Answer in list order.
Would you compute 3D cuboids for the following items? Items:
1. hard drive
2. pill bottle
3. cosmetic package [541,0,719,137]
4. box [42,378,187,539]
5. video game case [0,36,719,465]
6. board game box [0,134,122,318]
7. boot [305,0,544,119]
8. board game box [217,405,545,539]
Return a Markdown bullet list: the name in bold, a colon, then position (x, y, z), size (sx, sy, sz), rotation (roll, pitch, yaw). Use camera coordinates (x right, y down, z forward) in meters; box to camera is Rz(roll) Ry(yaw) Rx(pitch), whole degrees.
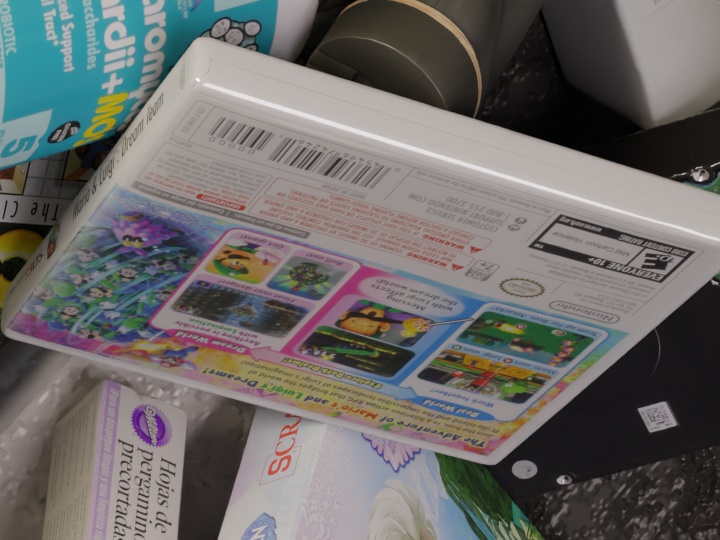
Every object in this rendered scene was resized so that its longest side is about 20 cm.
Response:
- **hard drive**: position (0.111, 0.011, 1.154), size (0.199, 0.038, 0.140), rotation (-16, 128, 19)
- **pill bottle**: position (-0.090, -0.099, 0.987), size (0.199, 0.111, 0.111), rotation (-20, 122, -33)
- **cosmetic package**: position (0.105, -0.162, 1.110), size (0.101, 0.071, 0.201), rotation (-32, 125, -16)
- **box**: position (-0.092, 0.133, 1.061), size (0.039, 0.201, 0.041), rotation (24, 136, -26)
- **video game case**: position (0.000, 0.000, 1.024), size (0.199, 0.024, 0.182), rotation (16, 147, -20)
- **board game box**: position (-0.142, -0.035, 1.052), size (0.199, 0.023, 0.105), rotation (3, 113, -32)
- **boot**: position (0.024, -0.068, 1.077), size (0.077, 0.200, 0.139), rotation (37, 59, -3)
- **board game box**: position (0.018, 0.154, 1.133), size (0.041, 0.201, 0.200), rotation (-19, 127, 31)
